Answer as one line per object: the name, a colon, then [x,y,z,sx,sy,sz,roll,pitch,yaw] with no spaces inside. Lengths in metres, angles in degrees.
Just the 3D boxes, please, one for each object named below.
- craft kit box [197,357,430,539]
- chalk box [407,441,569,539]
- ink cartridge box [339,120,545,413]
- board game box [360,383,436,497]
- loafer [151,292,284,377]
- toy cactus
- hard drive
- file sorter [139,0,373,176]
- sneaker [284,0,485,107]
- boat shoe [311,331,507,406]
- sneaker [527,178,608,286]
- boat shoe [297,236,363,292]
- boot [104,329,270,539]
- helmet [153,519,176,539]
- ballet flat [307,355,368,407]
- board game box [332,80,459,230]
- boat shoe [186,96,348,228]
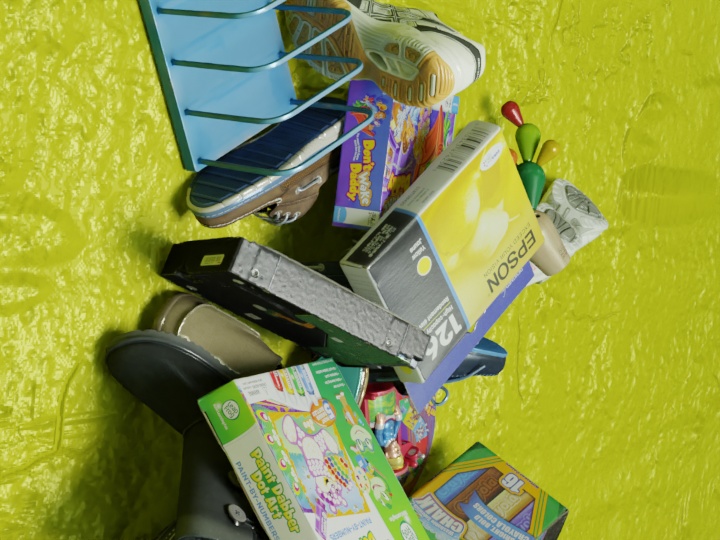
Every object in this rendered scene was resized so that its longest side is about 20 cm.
craft kit box: [-0.032,0.175,1.493,0.198,0.048,0.200,64,22,7]
chalk box: [0.092,0.291,1.801,0.200,0.124,0.125,-31,149,-43]
ink cartridge box: [0.088,0.002,1.640,0.198,0.047,0.200,-48,130,-25]
board game box: [0.029,0.162,1.786,0.200,0.039,0.158,45,64,-46]
loafer: [-0.108,0.083,1.582,0.200,0.067,0.076,42,65,-47]
toy cactus: [0.157,-0.071,1.783,0.165,0.102,0.200,51,34,-16]
hard drive: [-0.055,0.029,1.528,0.200,0.140,0.038,29,75,-25]
file sorter: [-0.083,-0.197,1.506,0.139,0.123,0.200,-38,125,-40]
sneaker: [0.022,-0.202,1.577,0.088,0.200,0.076,-25,137,-42]
boat shoe: [0.043,0.087,1.739,0.200,0.084,0.069,8,102,-16]
sneaker: [0.199,-0.035,1.935,0.099,0.078,0.200,-48,171,27]
boat shoe: [0.000,0.000,1.671,0.200,0.075,0.062,-12,93,-23]
boot: [-0.139,0.155,1.454,0.165,0.066,0.200,27,37,-23]
helmet: [-0.100,0.286,1.538,0.200,0.200,0.191,31,44,-49]
ballet flat: [-0.047,0.158,1.676,0.200,0.069,0.063,-64,166,-1]
board game box: [0.036,-0.105,1.680,0.200,0.045,0.135,-5,103,-70]
boat shoe: [-0.071,-0.079,1.587,0.200,0.072,0.072,-36,131,-36]
